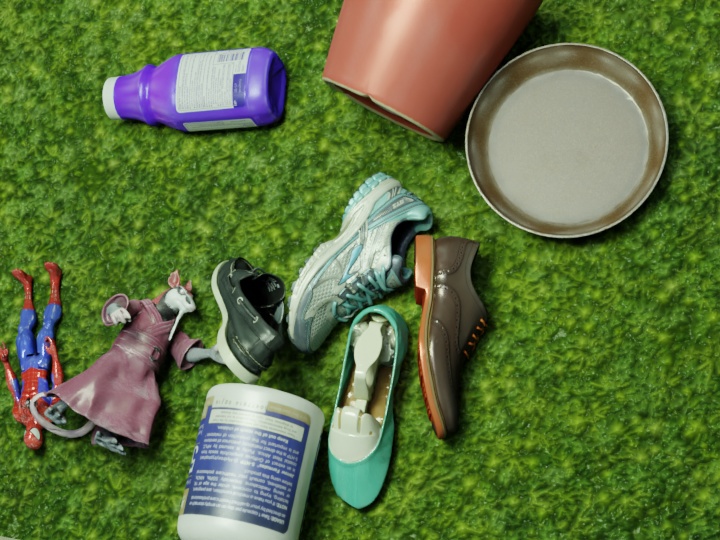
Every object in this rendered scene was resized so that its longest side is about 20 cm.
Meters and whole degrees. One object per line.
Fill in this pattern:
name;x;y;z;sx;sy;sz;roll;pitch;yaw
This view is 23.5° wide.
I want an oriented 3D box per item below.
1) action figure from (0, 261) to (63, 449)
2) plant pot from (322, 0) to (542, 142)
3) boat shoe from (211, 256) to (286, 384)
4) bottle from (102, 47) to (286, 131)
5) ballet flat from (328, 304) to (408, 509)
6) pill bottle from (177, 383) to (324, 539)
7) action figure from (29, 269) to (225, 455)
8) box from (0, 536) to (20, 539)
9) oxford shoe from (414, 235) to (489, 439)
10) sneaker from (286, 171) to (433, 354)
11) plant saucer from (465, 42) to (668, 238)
action figure;-0.345;0.092;1.828;0.065;0.052;0.202;-10;69;12
plant pot;0.062;-0.238;1.738;0.199;0.200;0.178;27;91;27
boat shoe;-0.103;0.033;1.705;0.066;0.075;0.200;-40;20;15
bottle;-0.181;-0.192;1.869;0.198;0.065;0.084;-3;68;19
ballet flat;0.000;0.126;1.672;0.067;0.070;0.202;4;71;21
pill bottle;-0.110;0.220;1.647;0.119;0.120;0.202;5;70;22
action figure;-0.225;0.092;1.773;0.149;0.134;0.201;-19;37;59
box;-0.288;0.320;1.651;0.199;0.095;0.078;14;83;45
oxford shoe;0.090;0.062;1.668;0.072;0.071;0.202;-2;77;0
sneaker;0.000;0.000;1.721;0.086;0.078;0.201;27;81;24
plant saucer;0.203;-0.125;1.705;0.198;0.032;0.202;-3;73;10
